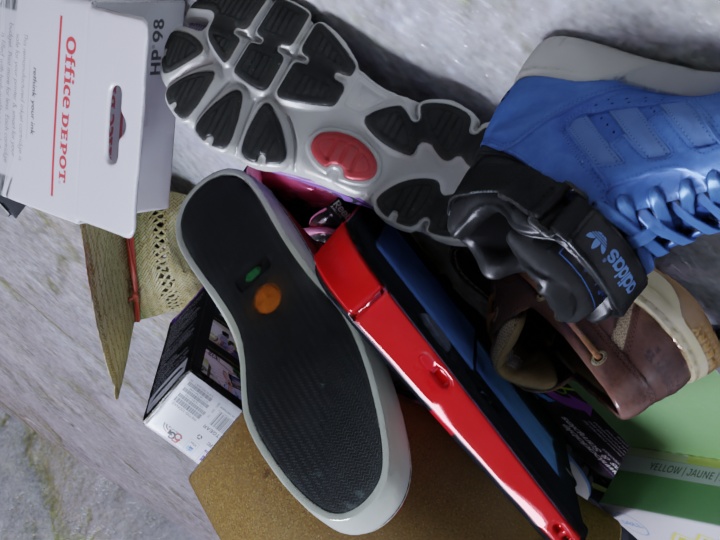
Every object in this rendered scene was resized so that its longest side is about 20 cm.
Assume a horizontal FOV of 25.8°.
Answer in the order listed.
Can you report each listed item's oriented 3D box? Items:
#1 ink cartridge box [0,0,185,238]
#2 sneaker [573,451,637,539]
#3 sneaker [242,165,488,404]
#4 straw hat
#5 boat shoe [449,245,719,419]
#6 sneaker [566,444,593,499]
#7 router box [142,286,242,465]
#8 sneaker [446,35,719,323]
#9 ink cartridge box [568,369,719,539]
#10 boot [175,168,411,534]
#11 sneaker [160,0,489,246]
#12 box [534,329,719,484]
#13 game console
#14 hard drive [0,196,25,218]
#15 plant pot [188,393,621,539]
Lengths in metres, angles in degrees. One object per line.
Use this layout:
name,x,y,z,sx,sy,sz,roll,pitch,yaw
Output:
ink cartridge box,-0.161,-0.097,0.848,0.199,0.117,0.066,19,-160,37
sneaker,0.147,0.156,1.059,0.082,0.072,0.200,2,-162,-28
sneaker,0.000,0.000,0.909,0.199,0.079,0.096,34,149,20
straw hat,-0.145,-0.013,1.098,0.084,0.203,0.201,-8,161,-6
boat shoe,0.089,0.022,0.765,0.072,0.072,0.200,57,167,-31
sneaker,0.048,0.108,0.969,0.199,0.073,0.072,26,148,-4
router box,-0.040,0.106,1.014,0.200,0.051,0.149,39,-162,-14
sneaker,0.118,-0.023,0.581,0.199,0.112,0.077,16,156,42
ink cartridge box,0.179,0.114,0.826,0.200,0.048,0.145,40,161,-24
boot,-0.006,0.051,0.790,0.144,0.072,0.201,36,-157,-54
sneaker,-0.011,-0.063,0.767,0.199,0.081,0.083,33,175,13
box,0.169,0.083,0.893,0.143,0.036,0.199,43,159,-26
game console,0.049,0.042,0.778,0.177,0.031,0.200,48,-171,-2
hard drive,-0.379,-0.120,1.319,0.199,0.038,0.140,22,159,31
plant pot,0.010,0.144,0.869,0.200,0.187,0.186,42,162,2
